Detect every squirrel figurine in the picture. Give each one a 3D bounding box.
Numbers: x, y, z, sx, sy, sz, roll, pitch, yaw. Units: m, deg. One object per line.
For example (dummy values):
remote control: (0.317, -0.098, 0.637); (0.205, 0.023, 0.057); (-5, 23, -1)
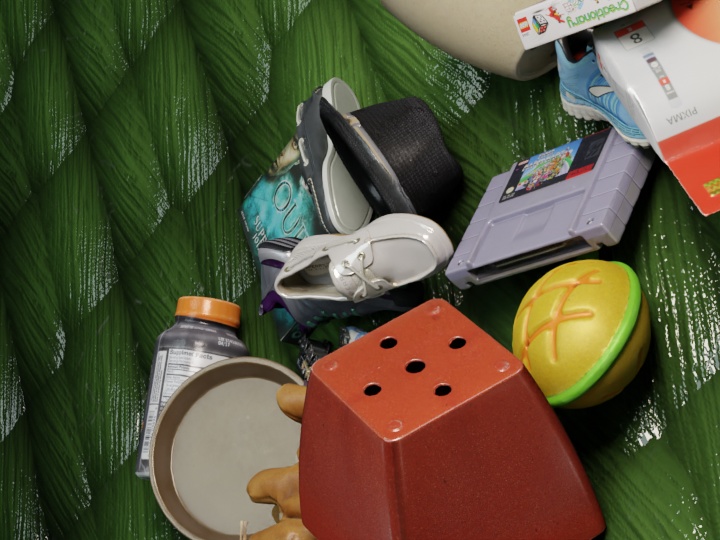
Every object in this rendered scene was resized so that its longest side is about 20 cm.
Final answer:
squirrel figurine: (-0.018, 0.229, 1.696); (0.199, 0.142, 0.187); (9, 49, 28)

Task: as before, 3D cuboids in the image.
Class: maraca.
maraca: (0.180, 0.046, 1.563); (0.137, 0.107, 0.200); (-49, 18, 8)

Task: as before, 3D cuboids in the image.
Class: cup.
cup: (0.136, -0.258, 1.687); (0.144, 0.200, 0.201); (52, 122, 19)

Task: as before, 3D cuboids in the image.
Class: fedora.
fedora: (0.041, -0.108, 1.796); (0.091, 0.201, 0.201); (-32, 42, -3)

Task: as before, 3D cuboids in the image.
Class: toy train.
toy train: (-0.042, 0.101, 1.832); (0.200, 0.034, 0.046); (-135, 61, -80)

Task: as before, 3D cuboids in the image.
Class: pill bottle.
pill bottle: (-0.178, 0.131, 2.005); (0.106, 0.106, 0.202); (-7, 71, 52)

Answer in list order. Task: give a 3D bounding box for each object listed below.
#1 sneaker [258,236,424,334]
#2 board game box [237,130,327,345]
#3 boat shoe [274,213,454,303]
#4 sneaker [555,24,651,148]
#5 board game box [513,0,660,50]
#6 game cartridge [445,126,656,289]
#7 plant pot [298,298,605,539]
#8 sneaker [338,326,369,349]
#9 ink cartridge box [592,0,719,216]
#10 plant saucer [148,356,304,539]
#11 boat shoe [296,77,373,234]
sneaker: (-0.020, 0.028, 1.856); (0.199, 0.074, 0.088); (18, 108, 38)
board game box: (-0.065, -0.039, 1.983); (0.135, 0.028, 0.201); (-51, 42, 29)
boat shoe: (0.000, 0.000, 1.728); (0.199, 0.071, 0.069); (-13, 24, 44)
sneaker: (0.226, -0.166, 1.569); (0.078, 0.090, 0.200); (-37, 31, -20)
board game box: (0.236, -0.238, 1.526); (0.126, 0.199, 0.035); (-14, 100, 51)
game cartridge: (0.168, -0.058, 1.632); (0.199, 0.038, 0.130); (-19, 40, 49)
plant pot: (0.060, 0.146, 1.539); (0.200, 0.199, 0.177); (39, 150, 50)
sneaker: (0.028, 0.092, 1.789); (0.200, 0.072, 0.073); (-165, 74, -67)
ink cartridge box: (0.292, -0.148, 1.450); (0.161, 0.050, 0.201); (-23, 44, -4)
plant saucer: (-0.122, 0.189, 1.899); (0.198, 0.029, 0.202); (-5, 73, 18)
boat shoe: (-0.031, -0.107, 1.925); (0.060, 0.075, 0.201); (-29, 42, 31)
